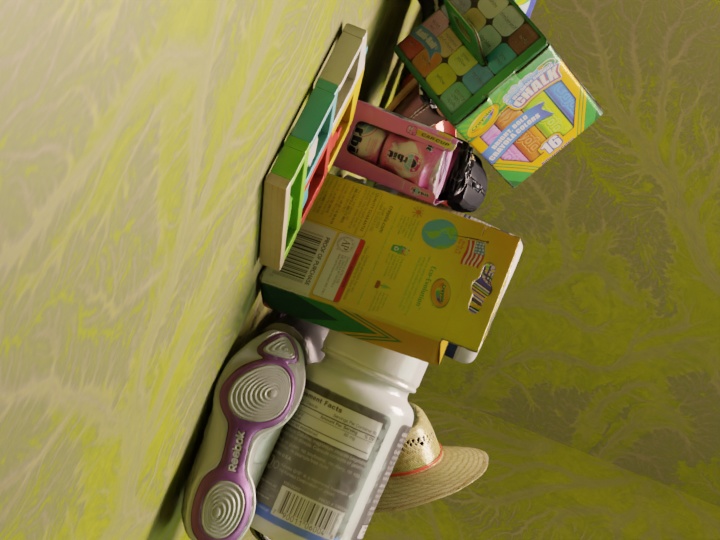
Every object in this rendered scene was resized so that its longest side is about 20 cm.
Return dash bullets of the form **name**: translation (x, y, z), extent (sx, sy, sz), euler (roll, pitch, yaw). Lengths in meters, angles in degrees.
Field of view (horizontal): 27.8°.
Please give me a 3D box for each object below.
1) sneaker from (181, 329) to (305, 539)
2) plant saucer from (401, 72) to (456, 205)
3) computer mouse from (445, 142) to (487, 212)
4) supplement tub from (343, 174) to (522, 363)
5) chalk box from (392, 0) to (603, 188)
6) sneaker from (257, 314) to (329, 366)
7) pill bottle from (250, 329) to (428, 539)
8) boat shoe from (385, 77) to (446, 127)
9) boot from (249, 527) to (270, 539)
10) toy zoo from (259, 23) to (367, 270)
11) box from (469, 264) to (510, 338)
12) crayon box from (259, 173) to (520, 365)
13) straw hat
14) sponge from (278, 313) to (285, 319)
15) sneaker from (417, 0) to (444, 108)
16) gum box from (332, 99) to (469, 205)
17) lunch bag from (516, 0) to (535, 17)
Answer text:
- **sneaker**: translation (-0.112, 0.145, 1.276), extent (0.201, 0.075, 0.100), euler (-68, -167, -13)
- **plant saucer**: translation (0.086, -0.168, 1.786), extent (0.200, 0.037, 0.201), euler (-53, 142, -70)
- **computer mouse**: translation (0.107, -0.089, 1.412), extent (0.200, 0.034, 0.059), euler (34, 79, -84)
- **supplement tub**: translation (0.053, -0.005, 1.509), extent (0.144, 0.199, 0.145), euler (24, 90, -85)
- **chalk box**: translation (0.127, -0.195, 1.423), extent (0.124, 0.125, 0.200), euler (-40, 145, 10)
- **sneaker**: translation (-0.043, 0.126, 1.425), extent (0.106, 0.075, 0.201), euler (-35, 133, -49)
- **pill bottle**: translation (-0.021, 0.153, 1.314), extent (0.114, 0.113, 0.201), euler (56, 58, -83)
- **boat shoe**: translation (0.103, -0.203, 1.614), extent (0.200, 0.070, 0.070), euler (-44, 166, 3)
- **boot**: translation (-0.040, 0.202, 1.492), extent (0.154, 0.073, 0.204), euler (18, -94, 61)
- **toy zoo**: translation (-0.034, -0.113, 1.208), extent (0.131, 0.020, 0.200), euler (101, 12, -60)
- **box**: translation (0.037, -0.009, 1.359), extent (0.064, 0.199, 0.070), euler (99, 13, -61)
- **crayon box**: translation (0.027, 0.001, 1.278), extent (0.051, 0.199, 0.127), euler (90, 22, -60)
- **straw hat**: translation (0.045, 0.194, 1.619), extent (0.201, 0.200, 0.085), euler (-48, 123, -74)
- **sponge**: translation (-0.094, 0.129, 1.486), extent (0.112, 0.030, 0.201), euler (90, 22, -74)
- **sneaker**: translation (0.090, -0.260, 1.509), extent (0.200, 0.066, 0.091), euler (96, -18, -51)
- **gum box**: translation (0.036, -0.115, 1.401), extent (0.200, 0.113, 0.066), euler (-27, 138, -81)
- **lunch bag**: translation (0.154, -0.355, 1.655), extent (0.200, 0.127, 0.170), euler (-50, 169, -25)
